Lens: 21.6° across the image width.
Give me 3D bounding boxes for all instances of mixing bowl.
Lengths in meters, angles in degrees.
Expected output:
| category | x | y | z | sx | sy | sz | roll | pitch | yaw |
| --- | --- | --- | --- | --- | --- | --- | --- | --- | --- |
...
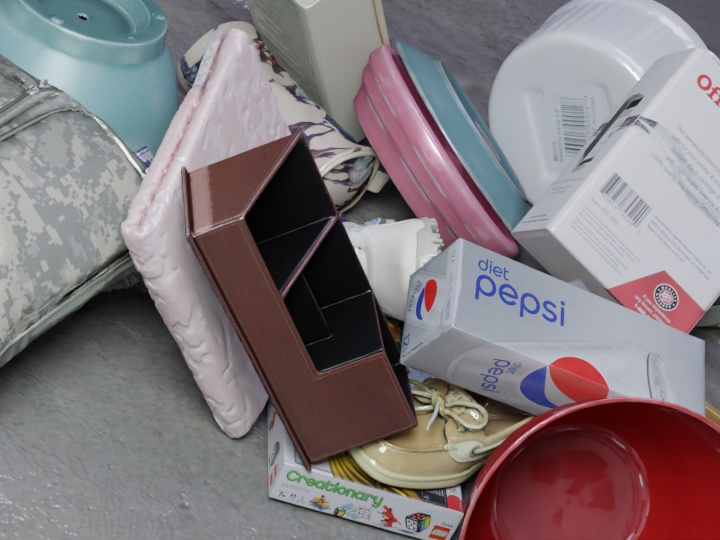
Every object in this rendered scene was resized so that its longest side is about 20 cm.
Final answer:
| category | x | y | z | sx | sy | sz | roll | pitch | yaw |
| --- | --- | --- | --- | --- | --- | --- | --- | --- | --- |
| mixing bowl | 0.145 | 0.162 | 1.178 | 0.200 | 0.200 | 0.108 | 19 | 8 | -13 |

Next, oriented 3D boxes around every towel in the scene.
| category | x | y | z | sx | sy | sz | roll | pitch | yaw |
| --- | --- | --- | --- | --- | --- | --- | --- | --- | --- |
| towel | -0.084 | -0.025 | 1.223 | 0.032 | 0.200 | 0.191 | 1 | 49 | 22 |

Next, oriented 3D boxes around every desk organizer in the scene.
| category | x | y | z | sx | sy | sz | roll | pitch | yaw |
| --- | --- | --- | --- | --- | --- | --- | --- | --- | --- |
| desk organizer | -0.035 | 0.020 | 1.151 | 0.077 | 0.200 | 0.072 | -20 | 36 | 6 |

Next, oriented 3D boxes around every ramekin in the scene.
| category | x | y | z | sx | sy | sz | roll | pitch | yaw |
| --- | --- | --- | --- | --- | --- | --- | --- | --- | --- |
| ramekin | 0.208 | -0.134 | 1.643 | 0.200 | 0.201 | 0.098 | 37 | 40 | 17 |

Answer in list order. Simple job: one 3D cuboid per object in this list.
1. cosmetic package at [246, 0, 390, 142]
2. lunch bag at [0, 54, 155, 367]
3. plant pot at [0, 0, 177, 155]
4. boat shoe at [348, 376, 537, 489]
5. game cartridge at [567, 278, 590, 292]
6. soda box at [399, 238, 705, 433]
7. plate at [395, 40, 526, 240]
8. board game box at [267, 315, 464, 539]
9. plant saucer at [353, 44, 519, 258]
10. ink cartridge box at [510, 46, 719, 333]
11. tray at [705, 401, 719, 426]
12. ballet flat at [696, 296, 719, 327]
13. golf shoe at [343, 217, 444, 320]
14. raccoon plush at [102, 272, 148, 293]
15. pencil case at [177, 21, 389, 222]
| category | x | y | z | sx | sy | sz | roll | pitch | yaw |
| --- | --- | --- | --- | --- | --- | --- | --- | --- | --- |
| cosmetic package | -0.034 | -0.200 | 1.552 | 0.073 | 0.200 | 0.104 | -39 | 62 | -13 |
| lunch bag | -0.230 | -0.026 | 1.168 | 0.168 | 0.139 | 0.200 | 34 | 43 | 15 |
| plant pot | -0.217 | -0.143 | 1.381 | 0.200 | 0.134 | 0.200 | 19 | 31 | -12 |
| boat shoe | 0.078 | 0.090 | 1.252 | 0.200 | 0.063 | 0.073 | -14 | 52 | -38 |
| game cartridge | 0.162 | 0.104 | 1.348 | 0.130 | 0.038 | 0.200 | -15 | 59 | -33 |
| soda box | 0.127 | 0.053 | 1.217 | 0.200 | 0.063 | 0.068 | 22 | 55 | -23 |
| plate | 0.092 | -0.111 | 1.564 | 0.200 | 0.026 | 0.200 | 55 | 9 | -13 |
| board game box | -0.001 | 0.095 | 1.290 | 0.126 | 0.035 | 0.200 | 17 | 32 | -15 |
| plant saucer | 0.055 | -0.085 | 1.515 | 0.201 | 0.051 | 0.201 | 55 | 10 | -14 |
| ink cartridge box | 0.243 | -0.056 | 1.507 | 0.147 | 0.200 | 0.083 | 44 | -13 | -12 |
| tray | 0.182 | 0.089 | 1.437 | 0.200 | 0.037 | 0.099 | 36 | 32 | 17 |
| ballet flat | 0.249 | 0.011 | 1.581 | 0.200 | 0.070 | 0.070 | 12 | 33 | -23 |
| golf shoe | 0.000 | 0.000 | 1.353 | 0.097 | 0.078 | 0.200 | 0 | 1 | -15 |
| raccoon plush | -0.145 | -0.021 | 1.345 | 0.134 | 0.097 | 0.200 | 14 | 2 | 4 |
| pencil case | -0.067 | -0.122 | 1.527 | 0.200 | 0.078 | 0.089 | 47 | 21 | 31 |
